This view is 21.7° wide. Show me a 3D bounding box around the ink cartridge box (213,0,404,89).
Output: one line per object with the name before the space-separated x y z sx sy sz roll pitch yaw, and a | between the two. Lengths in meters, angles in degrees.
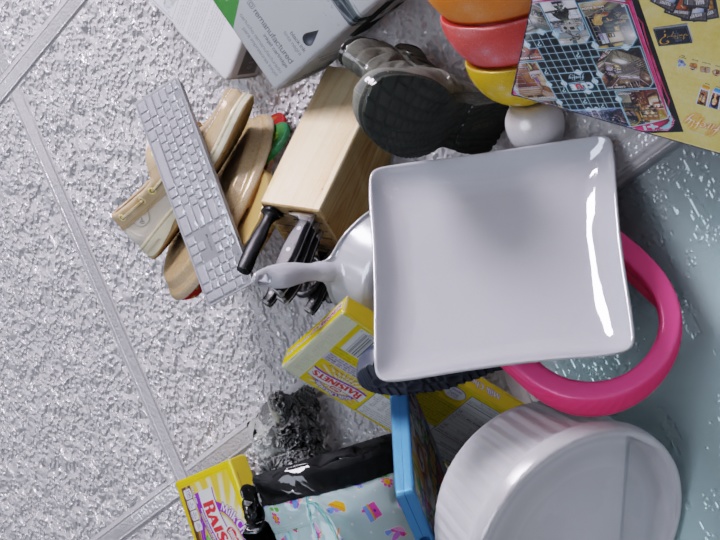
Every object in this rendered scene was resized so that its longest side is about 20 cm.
ink cartridge box | -0.032 -0.273 1.620 0.200 0.083 0.147 -37 87 40

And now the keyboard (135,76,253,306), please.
keyboard | -0.148 -0.070 1.665 0.056 0.011 0.200 -27 78 28

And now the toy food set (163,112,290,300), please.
toy food set | -0.122 -0.060 1.753 0.200 0.049 0.198 -46 23 47

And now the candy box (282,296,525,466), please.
candy box | 0.042 0.102 1.610 0.200 0.026 0.102 32 138 -16

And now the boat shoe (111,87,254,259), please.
boat shoe | -0.168 -0.096 1.717 0.069 0.074 0.200 35 122 -3

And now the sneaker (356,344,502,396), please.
sneaker | 0.087 0.041 1.546 0.070 0.200 0.082 75 178 -54

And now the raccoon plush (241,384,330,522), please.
raccoon plush | -0.024 0.192 1.783 0.200 0.097 0.134 16 99 11

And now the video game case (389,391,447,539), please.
video game case | 0.064 0.204 1.580 0.143 0.018 0.200 -93 -16 -52

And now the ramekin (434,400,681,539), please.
ramekin | 0.150 0.195 1.494 0.094 0.202 0.203 37 125 51

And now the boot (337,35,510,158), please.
boot | 0.024 -0.150 1.540 0.131 0.200 0.068 37 108 30

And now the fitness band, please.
fitness band | 0.163 0.027 1.476 0.200 0.144 0.037 44 165 32

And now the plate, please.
plate | 0.108 -0.005 1.472 0.199 0.032 0.200 -7 58 9

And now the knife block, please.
knife block | -0.042 -0.068 1.636 0.064 0.176 0.200 10 107 29

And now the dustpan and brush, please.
dustpan and brush | 0.000 0.000 1.594 0.057 0.200 0.140 31 122 40

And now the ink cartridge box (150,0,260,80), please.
ink cartridge box | -0.132 -0.310 1.779 0.174 0.044 0.200 46 129 30

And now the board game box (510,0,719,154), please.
board game box | 0.221 -0.168 1.379 0.200 0.035 0.136 18 115 15

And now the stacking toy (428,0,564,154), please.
stacking toy | 0.121 -0.182 1.497 0.146 0.146 0.200 13 124 45

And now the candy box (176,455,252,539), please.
candy box | -0.122 0.296 1.916 0.102 0.026 0.200 -27 80 43

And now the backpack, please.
backpack | 0.001 0.255 1.653 0.127 0.167 0.200 -26 79 59
